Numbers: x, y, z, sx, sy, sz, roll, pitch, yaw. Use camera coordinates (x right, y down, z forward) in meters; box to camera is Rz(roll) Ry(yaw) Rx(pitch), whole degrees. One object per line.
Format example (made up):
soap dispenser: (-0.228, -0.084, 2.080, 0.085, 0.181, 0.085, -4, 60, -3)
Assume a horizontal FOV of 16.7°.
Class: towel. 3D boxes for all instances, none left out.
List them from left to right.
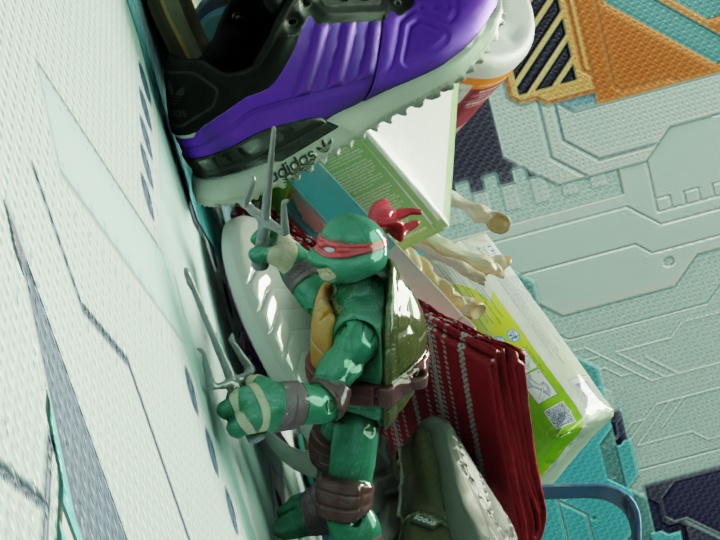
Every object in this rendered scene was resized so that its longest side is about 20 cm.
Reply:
towel: (0.016, 0.053, 1.285, 0.200, 0.022, 0.145, 30, -34, 37)

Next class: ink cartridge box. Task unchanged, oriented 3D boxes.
ink cartridge box: (-0.017, -0.125, 1.342, 0.200, 0.048, 0.146, 49, 29, -30)

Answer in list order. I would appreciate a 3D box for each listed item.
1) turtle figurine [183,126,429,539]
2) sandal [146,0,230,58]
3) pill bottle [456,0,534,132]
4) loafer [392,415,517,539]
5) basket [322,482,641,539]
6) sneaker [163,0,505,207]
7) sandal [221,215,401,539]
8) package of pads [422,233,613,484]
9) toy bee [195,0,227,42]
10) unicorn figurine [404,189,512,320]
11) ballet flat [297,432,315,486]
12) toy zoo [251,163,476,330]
turtle figurine: (-0.017, 0.044, 1.119, 0.150, 0.101, 0.200, -66, 155, -64)
sandal: (-0.089, -0.169, 1.265, 0.080, 0.054, 0.200, -99, 173, -71)
pill bottle: (0.011, -0.116, 1.543, 0.200, 0.114, 0.114, -47, -134, 43)
loafer: (0.035, 0.136, 1.175, 0.075, 0.070, 0.200, 58, 7, -20)
basket: (0.065, 0.201, 1.305, 0.139, 0.176, 0.200, 102, -10, -62)
sneaker: (-0.015, -0.120, 1.224, 0.070, 0.200, 0.100, 13, -48, 56)
sandal: (-0.031, 0.070, 1.241, 0.203, 0.050, 0.082, 63, 19, -6)
package of pads: (0.062, 0.088, 1.590, 0.155, 0.068, 0.200, 55, -40, 18)
toy bee: (-0.049, -0.149, 1.446, 0.131, 0.109, 0.200, -102, 178, -49)
unicorn figurine: (0.017, -0.026, 1.451, 0.200, 0.137, 0.074, 176, -64, -87)
ballet flat: (0.008, 0.123, 1.539, 0.200, 0.072, 0.068, 69, 8, -74)
toy zoo: (0.000, 0.000, 1.325, 0.200, 0.020, 0.131, 47, -13, 4)
